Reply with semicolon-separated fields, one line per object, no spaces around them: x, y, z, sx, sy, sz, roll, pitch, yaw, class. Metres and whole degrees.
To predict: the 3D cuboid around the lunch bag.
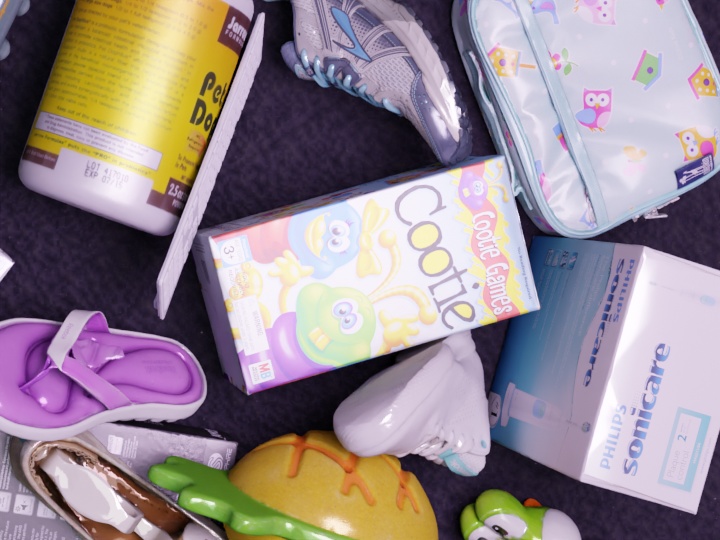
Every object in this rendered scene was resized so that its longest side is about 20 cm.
0.155;-0.125;1.181;0.159;0.077;0.202;-25;98;-11;lunch bag

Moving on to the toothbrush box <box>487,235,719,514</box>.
0.161;0.061;1.128;0.084;0.200;0.148;16;88;-13;toothbrush box

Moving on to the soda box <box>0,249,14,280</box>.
-0.300;0.055;1.084;0.063;0.068;0.201;38;83;-12;soda box

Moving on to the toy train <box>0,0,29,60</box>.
-0.270;-0.156;1.080;0.113;0.085;0.202;27;84;-25;toy train

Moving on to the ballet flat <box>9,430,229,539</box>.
-0.137;0.165;1.080;0.199;0.062;0.068;38;84;-14;ballet flat

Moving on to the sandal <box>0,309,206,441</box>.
-0.163;0.055;1.072;0.050;0.202;0.083;-42;69;26;sandal

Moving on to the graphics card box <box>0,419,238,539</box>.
-0.186;0.153;1.125;0.198;0.051;0.127;10;90;-13;graphics card box

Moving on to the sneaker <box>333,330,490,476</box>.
0.048;0.095;1.106;0.075;0.200;0.089;-25;91;22;sneaker

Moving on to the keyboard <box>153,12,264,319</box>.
-0.094;-0.068;1.099;0.011;0.056;0.202;19;65;-3;keyboard

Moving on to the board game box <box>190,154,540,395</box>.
0.000;0.000;1.135;0.198;0.105;0.104;-16;96;-12;board game box

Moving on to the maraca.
-0.037;0.151;1.082;0.198;0.137;0.108;17;91;-33;maraca

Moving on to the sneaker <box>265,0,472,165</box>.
0.000;-0.140;1.132;0.086;0.078;0.201;-34;71;1;sneaker

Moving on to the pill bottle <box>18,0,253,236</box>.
-0.134;-0.131;1.095;0.108;0.109;0.202;19;88;-14;pill bottle

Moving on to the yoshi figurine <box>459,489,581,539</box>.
0.147;0.231;1.183;0.199;0.112;0.113;34;91;-10;yoshi figurine
